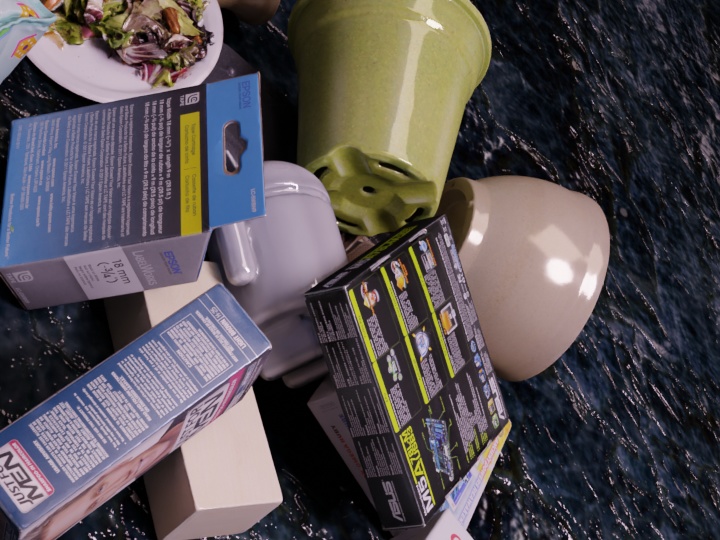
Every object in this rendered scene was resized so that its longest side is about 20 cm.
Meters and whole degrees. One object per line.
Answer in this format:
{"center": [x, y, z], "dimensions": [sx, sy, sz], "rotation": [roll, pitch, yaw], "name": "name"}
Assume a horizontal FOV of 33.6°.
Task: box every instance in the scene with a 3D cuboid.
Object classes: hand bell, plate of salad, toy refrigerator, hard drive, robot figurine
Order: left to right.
{"center": [-0.215, -0.237, 1.058], "dimensions": [0.198, 0.048, 0.202], "rotation": [11, 61, -20], "name": "plate of salad"}
{"center": [-0.184, -0.281, 1.159], "dimensions": [0.199, 0.104, 0.105], "rotation": [-17, 73, -38], "name": "hand bell"}
{"center": [-0.130, 0.096, 0.897], "dimensions": [0.075, 0.070, 0.202], "rotation": [2, 58, -39], "name": "toy refrigerator"}
{"center": [-0.091, -0.113, 1.133], "dimensions": [0.200, 0.042, 0.135], "rotation": [44, 37, -13], "name": "hard drive"}
{"center": [-0.068, -0.007, 0.993], "dimensions": [0.169, 0.112, 0.202], "rotation": [35, 35, -61], "name": "robot figurine"}

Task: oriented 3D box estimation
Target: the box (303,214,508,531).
{"center": [0.045, 0.077, 0.975], "dimensions": [0.193, 0.047, 0.202], "rotation": [-35, 110, -54], "name": "box"}

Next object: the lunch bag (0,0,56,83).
{"center": [-0.339, -0.188, 0.816], "dimensions": [0.200, 0.170, 0.122], "rotation": [49, 29, -4], "name": "lunch bag"}

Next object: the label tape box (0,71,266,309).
{"center": [-0.162, -0.059, 0.889], "dimensions": [0.064, 0.197, 0.145], "rotation": [74, 8, -54], "name": "label tape box"}

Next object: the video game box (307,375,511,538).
{"center": [0.051, 0.128, 1.057], "dimensions": [0.183, 0.047, 0.200], "rotation": [57, 35, -13], "name": "video game box"}

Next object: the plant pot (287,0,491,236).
{"center": [0.016, -0.141, 1.102], "dimensions": [0.199, 0.200, 0.186], "rotation": [28, 54, -29], "name": "plant pot"}

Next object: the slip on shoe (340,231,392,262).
{"center": [0.000, 0.000, 1.123], "dimensions": [0.076, 0.060, 0.200], "rotation": [48, 36, -6], "name": "slip on shoe"}

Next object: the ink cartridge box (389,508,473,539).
{"center": [0.048, 0.303, 0.903], "dimensions": [0.145, 0.084, 0.200], "rotation": [50, 36, -2], "name": "ink cartridge box"}

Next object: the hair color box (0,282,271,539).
{"center": [-0.157, 0.100, 0.773], "dimensions": [0.199, 0.100, 0.061], "rotation": [-35, 78, -30], "name": "hair color box"}

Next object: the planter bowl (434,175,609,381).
{"center": [0.126, -0.009, 1.162], "dimensions": [0.134, 0.200, 0.202], "rotation": [24, 44, -24], "name": "planter bowl"}
